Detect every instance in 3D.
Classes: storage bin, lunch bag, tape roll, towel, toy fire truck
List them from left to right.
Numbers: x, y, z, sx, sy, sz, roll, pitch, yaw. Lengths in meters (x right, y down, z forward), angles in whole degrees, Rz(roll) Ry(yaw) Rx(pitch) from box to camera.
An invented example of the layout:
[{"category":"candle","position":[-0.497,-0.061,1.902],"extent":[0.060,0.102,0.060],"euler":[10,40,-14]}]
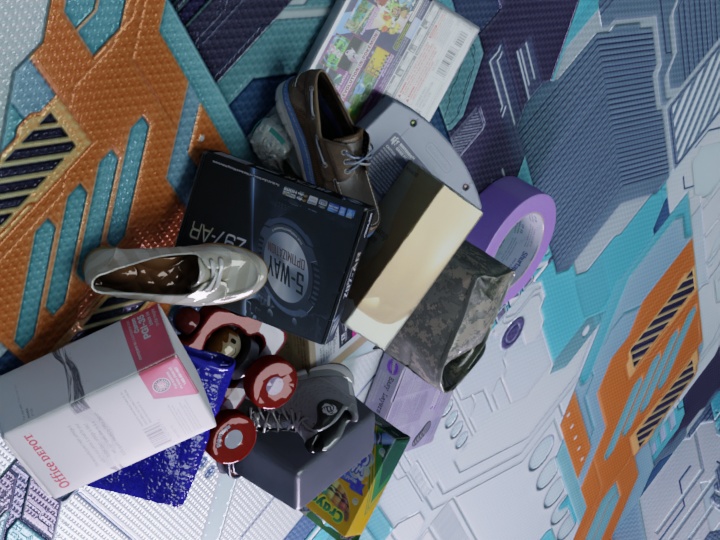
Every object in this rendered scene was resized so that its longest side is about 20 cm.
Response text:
[{"category":"towel","position":[-0.242,0.174,1.635],"extent":[0.147,0.050,0.201],"euler":[17,106,-14]},{"category":"toy fire truck","position":[-0.185,0.126,1.712],"extent":[0.168,0.112,0.200],"euler":[38,87,-39]},{"category":"storage bin","position":[-0.080,0.235,1.933],"extent":[0.200,0.134,0.146],"euler":[-34,143,-34]},{"category":"lunch bag","position":[0.103,0.053,2.003],"extent":[0.117,0.164,0.201],"euler":[-7,124,-52]},{"category":"tape roll","position":[0.218,-0.043,2.189],"extent":[0.200,0.066,0.201],"euler":[-36,144,-32]}]

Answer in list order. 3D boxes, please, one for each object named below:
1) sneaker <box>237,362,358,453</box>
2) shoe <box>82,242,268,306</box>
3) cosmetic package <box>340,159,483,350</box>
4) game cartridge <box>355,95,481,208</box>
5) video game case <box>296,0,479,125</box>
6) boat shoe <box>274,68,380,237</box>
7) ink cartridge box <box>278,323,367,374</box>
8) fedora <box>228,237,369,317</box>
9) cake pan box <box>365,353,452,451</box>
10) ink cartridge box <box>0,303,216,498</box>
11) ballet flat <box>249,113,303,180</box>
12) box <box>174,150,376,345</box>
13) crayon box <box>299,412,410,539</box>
[{"category":"sneaker","position":[-0.096,0.189,1.809],"extent":[0.199,0.116,0.075],"euler":[-15,135,-3]},{"category":"shoe","position":[-0.196,0.008,1.510],"extent":[0.199,0.053,0.070],"euler":[0,104,-12]},{"category":"cosmetic package","position":[0.044,-0.019,1.659],"extent":[0.071,0.105,0.200],"euler":[32,95,-30]},{"category":"game cartridge","position":[0.056,-0.111,1.706],"extent":[0.133,0.041,0.200],"euler":[-42,123,2]},{"category":"video game case","position":[0.025,-0.240,1.671],"extent":[0.182,0.023,0.201],"euler":[25,98,-32]},{"category":"boat shoe","position":[-0.027,-0.131,1.585],"extent":[0.072,0.201,0.072],"euler":[-23,-172,46]},{"category":"ink cartridge box","position":[-0.038,0.027,1.860],"extent":[0.165,0.075,0.201],"euler":[-37,144,-30]},{"category":"fedora","position":[-0.091,-0.036,1.650],"extent":[0.201,0.200,0.092],"euler":[-44,120,-23]},{"category":"cake pan box","position":[0.079,0.197,2.223],"extent":[0.184,0.052,0.201],"euler":[-14,129,-53]},{"category":"ink cartridge box","position":[-0.275,0.142,1.520],"extent":[0.199,0.083,0.147],"euler":[-24,141,-3]},{"category":"ballet flat","position":[-0.071,-0.114,1.685],"extent":[0.072,0.072,0.200],"euler":[-54,151,-6]},{"category":"box","position":[-0.101,-0.027,1.566],"extent":[0.044,0.199,0.161],"euler":[-23,133,-76]},{"category":"crayon box","position":[-0.026,0.300,2.084],"extent":[0.051,0.125,0.201],"euler":[6,112,-57]}]
